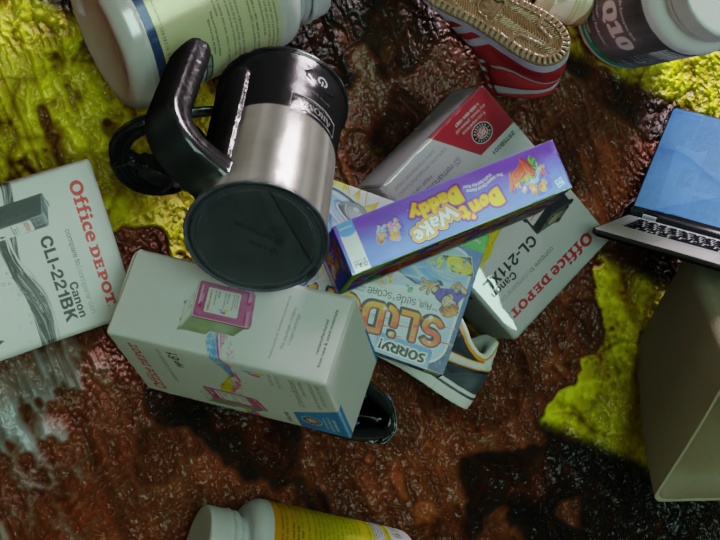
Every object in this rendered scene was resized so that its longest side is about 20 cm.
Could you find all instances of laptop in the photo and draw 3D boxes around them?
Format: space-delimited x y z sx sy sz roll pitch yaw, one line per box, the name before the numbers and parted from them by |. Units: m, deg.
laptop | 0.349 -0.074 1.635 0.187 0.200 0.116 17 104 22

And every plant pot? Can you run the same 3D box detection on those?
plant pot | 0.378 0.091 1.653 0.199 0.200 0.177 2 46 -20

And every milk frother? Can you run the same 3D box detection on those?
milk frother | -0.121 -0.071 1.434 0.180 0.200 0.188 24 39 -14

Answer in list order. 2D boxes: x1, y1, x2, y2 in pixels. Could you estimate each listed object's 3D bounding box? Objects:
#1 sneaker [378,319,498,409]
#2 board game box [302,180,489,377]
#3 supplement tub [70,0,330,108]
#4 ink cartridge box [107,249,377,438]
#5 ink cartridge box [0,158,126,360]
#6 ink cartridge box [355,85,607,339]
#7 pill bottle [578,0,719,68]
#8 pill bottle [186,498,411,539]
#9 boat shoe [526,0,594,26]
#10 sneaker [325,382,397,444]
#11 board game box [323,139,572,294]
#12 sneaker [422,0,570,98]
sneaker | 0.041 0.051 1.606 0.200 0.078 0.080 31 95 -26
board game box | 0.000 0.000 1.535 0.200 0.034 0.136 19 81 -3
supplement tub | -0.141 -0.244 1.505 0.200 0.145 0.145 -26 99 -17
ink cartridge box | -0.099 0.064 1.466 0.199 0.145 0.085 14 69 15
ink cartridge box | -0.311 0.000 1.480 0.200 0.084 0.145 -20 97 -19
ink cartridge box | 0.118 -0.054 1.631 0.146 0.083 0.200 -46 104 -14
pill bottle | 0.299 -0.257 1.631 0.113 0.200 0.113 0 90 -20
pill bottle | -0.056 0.272 1.560 0.200 0.109 0.110 16 85 -19
boat shoe | 0.202 -0.342 1.667 0.065 0.072 0.201 9 93 -20
sneaker | -0.055 0.102 1.556 0.200 0.112 0.073 20 83 -18
board game box | 0.068 -0.043 1.462 0.200 0.134 0.045 -22 85 -8
sneaker | 0.115 -0.239 1.646 0.200 0.113 0.071 41 79 15
